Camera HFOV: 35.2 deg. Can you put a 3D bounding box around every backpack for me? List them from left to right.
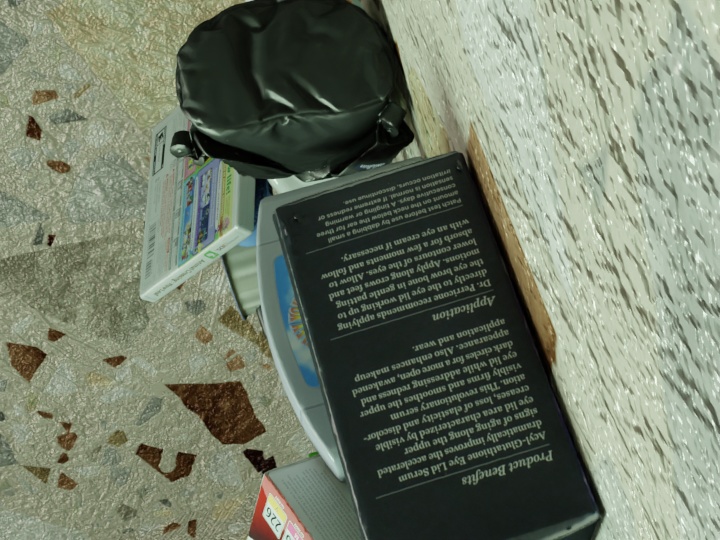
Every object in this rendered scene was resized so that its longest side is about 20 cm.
[{"bbox_3d":[-0.044,-0.130,0.834,0.200,0.165,0.128,47,-139,-85],"label":"backpack"}]

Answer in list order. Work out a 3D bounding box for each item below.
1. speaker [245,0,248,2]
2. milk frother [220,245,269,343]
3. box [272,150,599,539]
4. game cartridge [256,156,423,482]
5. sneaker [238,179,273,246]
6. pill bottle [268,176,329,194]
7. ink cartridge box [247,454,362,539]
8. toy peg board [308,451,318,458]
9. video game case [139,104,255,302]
[{"bbox_3d":[-0.086,-0.328,1.058,0.088,0.088,0.202,89,164,-85],"label":"speaker"},{"bbox_3d":[-0.048,-0.020,1.158,0.200,0.187,0.182,76,176,-65],"label":"milk frother"},{"bbox_3d":[0.036,0.068,0.587,0.148,0.103,0.201,77,176,-65],"label":"box"},{"bbox_3d":[0.005,0.026,0.717,0.041,0.132,0.201,76,176,-61],"label":"game cartridge"},{"bbox_3d":[-0.116,-0.090,1.150,0.078,0.070,0.201,53,-165,-48],"label":"sneaker"},{"bbox_3d":[-0.045,-0.137,1.108,0.200,0.115,0.117,-111,4,-70],"label":"pill bottle"},{"bbox_3d":[0.009,0.239,0.692,0.200,0.083,0.177,47,137,35],"label":"ink cartridge box"},{"bbox_3d":[0.037,0.217,0.835,0.200,0.097,0.200,75,179,-61],"label":"toy peg board"},{"bbox_3d":[-0.157,-0.091,1.104,0.182,0.022,0.202,-31,51,44],"label":"video game case"}]
